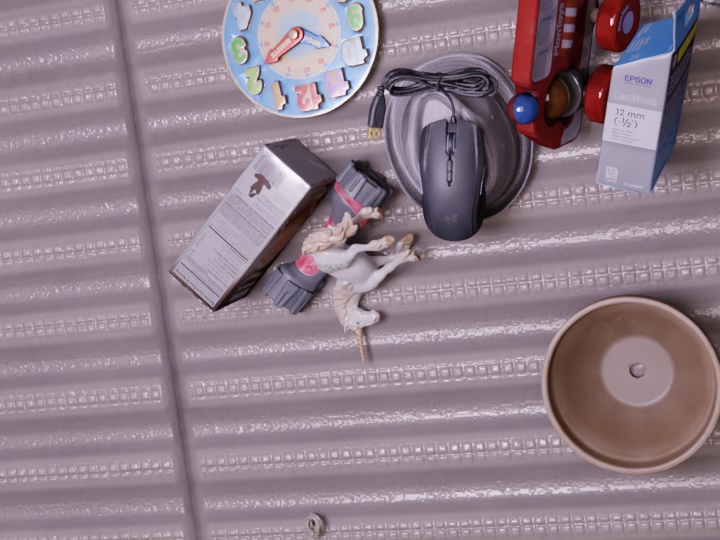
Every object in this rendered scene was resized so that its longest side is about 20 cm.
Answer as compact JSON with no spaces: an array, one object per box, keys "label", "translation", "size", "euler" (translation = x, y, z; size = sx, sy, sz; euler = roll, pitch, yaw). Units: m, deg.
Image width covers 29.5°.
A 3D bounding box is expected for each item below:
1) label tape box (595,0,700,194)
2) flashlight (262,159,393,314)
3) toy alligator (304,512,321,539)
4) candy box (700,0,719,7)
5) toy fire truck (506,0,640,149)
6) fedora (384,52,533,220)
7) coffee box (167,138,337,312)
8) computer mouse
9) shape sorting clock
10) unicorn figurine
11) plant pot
[{"label":"label tape box","translation":[0.306,-0.201,1.444],"size":[0.066,0.143,0.200],"euler":[12,121,19]},{"label":"flashlight","translation":[-0.044,-0.039,1.644],"size":[0.068,0.068,0.200],"euler":[43,107,11]},{"label":"toy alligator","translation":[-0.049,0.406,1.710],"size":[0.059,0.054,0.200],"euler":[-15,95,44]},{"label":"candy box","translation":[0.328,-0.371,1.484],"size":[0.200,0.061,0.137],"euler":[15,103,14]},{"label":"toy fire truck","translation":[0.208,-0.226,1.466],"size":[0.112,0.168,0.200],"euler":[21,118,31]},{"label":"fedora","translation":[0.105,-0.150,1.570],"size":[0.177,0.090,0.200],"euler":[-14,94,18]},{"label":"coffee box","translation":[-0.128,-0.056,1.644],"size":[0.080,0.114,0.200],"euler":[41,108,7]},{"label":"computer mouse","translation":[0.073,-0.127,1.508],"size":[0.140,0.046,0.200],"euler":[7,110,8]},{"label":"shape sorting clock","translation":[-0.074,-0.282,1.632],"size":[0.200,0.039,0.200],"euler":[3,99,16]},{"label":"unicorn figurine","translation":[0.000,0.000,1.618],"size":[0.137,0.074,0.200],"euler":[-31,127,18]},{"label":"plant pot","translation":[0.311,0.121,1.547],"size":[0.201,0.093,0.201],"euler":[3,100,17]}]
